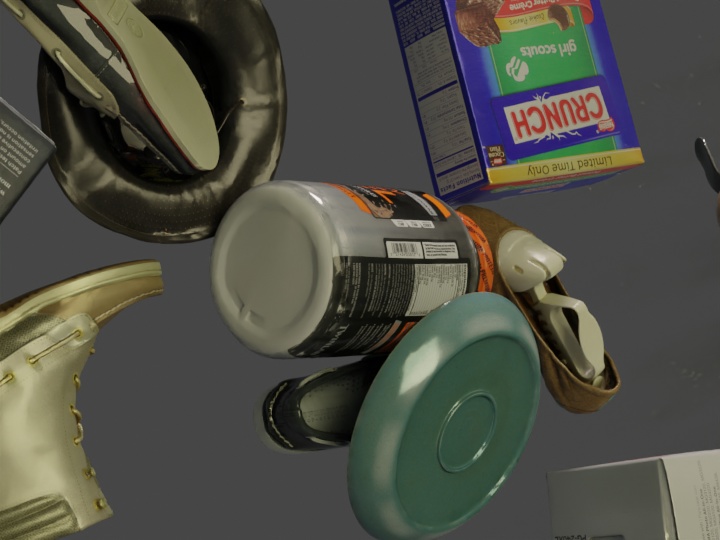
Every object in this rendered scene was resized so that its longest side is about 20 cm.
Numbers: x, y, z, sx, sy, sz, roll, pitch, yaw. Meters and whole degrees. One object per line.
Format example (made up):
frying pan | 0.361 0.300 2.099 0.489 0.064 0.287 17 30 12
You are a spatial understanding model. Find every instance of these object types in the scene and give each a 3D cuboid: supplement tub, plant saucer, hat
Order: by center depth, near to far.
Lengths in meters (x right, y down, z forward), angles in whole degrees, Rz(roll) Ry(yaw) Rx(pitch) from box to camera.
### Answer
hat | -0.146 -0.119 1.108 0.200 0.081 0.201 -2 94 -25
supplement tub | 0.000 0.000 1.125 0.200 0.122 0.123 1 77 -51
plant saucer | 0.070 0.114 1.149 0.200 0.027 0.200 -26 128 -38

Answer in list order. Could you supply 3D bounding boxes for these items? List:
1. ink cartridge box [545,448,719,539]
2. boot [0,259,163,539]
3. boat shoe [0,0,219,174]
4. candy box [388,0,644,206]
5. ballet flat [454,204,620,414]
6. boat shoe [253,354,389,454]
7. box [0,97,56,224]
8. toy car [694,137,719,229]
ink cartridge box | 0.269 0.186 1.250 0.200 0.145 0.083 0 79 -32
boot | -0.193 0.089 1.029 0.200 0.072 0.155 -27 92 -29
boat shoe | -0.167 -0.138 1.019 0.200 0.063 0.071 53 23 -21
candy box | 0.125 -0.163 1.291 0.169 0.077 0.200 -10 85 -34
ballet flat | 0.147 0.026 1.258 0.068 0.072 0.200 -34 97 -33
boat shoe | 0.020 0.098 1.167 0.200 0.060 0.076 -13 85 -34
box | -0.299 -0.017 0.943 0.107 0.148 0.200 41 60 -17
toy car | 0.375 -0.052 1.382 0.158 0.164 0.200 -27 80 -34
